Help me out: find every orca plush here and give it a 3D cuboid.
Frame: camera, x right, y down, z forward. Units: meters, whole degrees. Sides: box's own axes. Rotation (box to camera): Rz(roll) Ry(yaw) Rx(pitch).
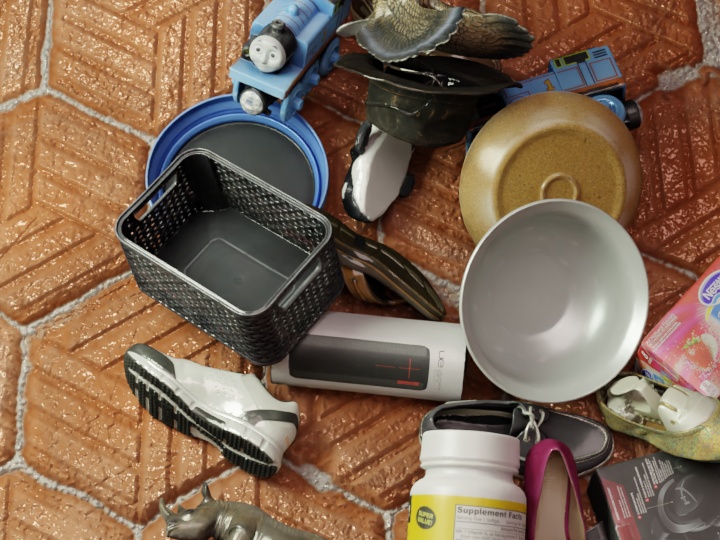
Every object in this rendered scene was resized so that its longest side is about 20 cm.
[{"bbox_3d":[0.011,-0.144,1.657,0.071,0.105,0.202,1,77,39],"label":"orca plush"}]

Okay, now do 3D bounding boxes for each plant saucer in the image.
[{"bbox_3d":[0.203,-0.083,1.581,0.198,0.035,0.202,-3,107,-8],"label":"plant saucer"}]

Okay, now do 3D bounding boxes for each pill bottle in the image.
[{"bbox_3d":[0.099,0.257,1.435,0.113,0.114,0.202,4,77,2],"label":"pill bottle"}]

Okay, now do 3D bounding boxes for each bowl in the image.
[{"bbox_3d":[0.183,0.027,1.535,0.199,0.090,0.203,-1,95,-12],"label":"bowl"},{"bbox_3d":[-0.133,-0.095,1.653,0.198,0.039,0.203,0,66,0],"label":"bowl"}]

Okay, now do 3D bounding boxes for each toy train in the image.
[{"bbox_3d":[0.202,-0.163,1.652,0.198,0.087,0.115,-17,59,-3],"label":"toy train"},{"bbox_3d":[-0.076,-0.249,1.658,0.086,0.115,0.200,22,41,11],"label":"toy train"}]

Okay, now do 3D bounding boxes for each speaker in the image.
[{"bbox_3d":[0.011,0.085,1.550,0.198,0.081,0.082,6,66,2],"label":"speaker"}]

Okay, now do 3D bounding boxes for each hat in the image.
[{"bbox_3d":[0.066,-0.171,1.572,0.198,0.201,0.082,8,106,4],"label":"hat"}]

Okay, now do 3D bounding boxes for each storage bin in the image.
[{"bbox_3d":[-0.129,-0.015,1.520,0.199,0.094,0.135,30,64,25],"label":"storage bin"}]

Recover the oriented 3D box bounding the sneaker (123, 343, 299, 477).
[{"bbox_3d":[-0.151,0.130,1.545,0.199,0.074,0.080,31,55,9],"label":"sneaker"}]

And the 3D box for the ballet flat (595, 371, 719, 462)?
[{"bbox_3d":[0.296,0.136,1.469,0.070,0.200,0.071,-4,97,-28],"label":"ballet flat"}]

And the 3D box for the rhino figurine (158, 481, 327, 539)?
[{"bbox_3d":[-0.109,0.268,1.478,0.199,0.060,0.088,24,49,12],"label":"rhino figurine"}]

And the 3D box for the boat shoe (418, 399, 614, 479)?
[{"bbox_3d":[0.158,0.166,1.522,0.198,0.063,0.073,4,66,2],"label":"boat shoe"}]

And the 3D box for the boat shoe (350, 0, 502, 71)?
[{"bbox_3d":[0.071,-0.268,1.709,0.201,0.075,0.075,31,70,13],"label":"boat shoe"}]

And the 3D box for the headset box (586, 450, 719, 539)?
[{"bbox_3d":[0.319,0.251,1.476,0.198,0.077,0.150,-15,66,-5],"label":"headset box"}]

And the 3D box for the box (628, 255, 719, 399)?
[{"bbox_3d":[0.374,0.054,1.551,0.095,0.100,0.200,41,73,16],"label":"box"}]

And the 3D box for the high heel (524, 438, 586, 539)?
[{"bbox_3d":[0.192,0.261,1.446,0.067,0.096,0.202,-3,81,-1],"label":"high heel"}]

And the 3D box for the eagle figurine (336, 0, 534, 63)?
[{"bbox_3d":[0.063,-0.270,1.593,0.151,0.151,0.200,-35,63,-5],"label":"eagle figurine"}]

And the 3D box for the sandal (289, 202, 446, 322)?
[{"bbox_3d":[0.000,0.000,1.589,0.199,0.082,0.055,29,109,-6],"label":"sandal"}]
